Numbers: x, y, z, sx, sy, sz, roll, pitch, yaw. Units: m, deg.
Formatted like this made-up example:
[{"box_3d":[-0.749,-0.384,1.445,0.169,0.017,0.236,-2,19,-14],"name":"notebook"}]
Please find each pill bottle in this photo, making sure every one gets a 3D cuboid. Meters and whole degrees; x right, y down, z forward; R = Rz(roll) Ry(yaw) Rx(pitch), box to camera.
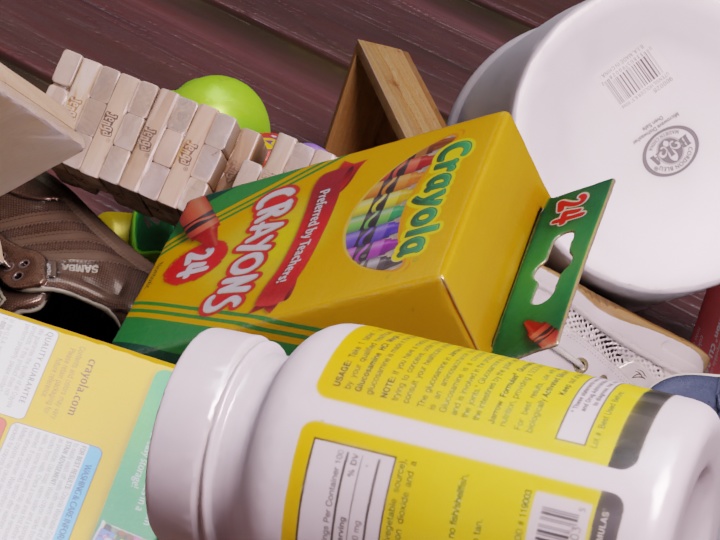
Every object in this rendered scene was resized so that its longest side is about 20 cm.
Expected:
[{"box_3d":[0.027,0.083,1.016,0.199,0.113,0.112,13,20,18],"name":"pill bottle"}]

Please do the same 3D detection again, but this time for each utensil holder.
[{"box_3d":[0.139,-0.060,1.453,0.169,0.171,0.200,14,-4,-7],"name":"utensil holder"}]

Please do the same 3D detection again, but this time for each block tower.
[{"box_3d":[-0.056,-0.040,1.309,0.199,0.054,0.058,22,-9,9],"name":"block tower"}]

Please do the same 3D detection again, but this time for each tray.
[{"box_3d":[0.017,-0.043,1.510,0.037,0.099,0.200,12,23,-17],"name":"tray"}]

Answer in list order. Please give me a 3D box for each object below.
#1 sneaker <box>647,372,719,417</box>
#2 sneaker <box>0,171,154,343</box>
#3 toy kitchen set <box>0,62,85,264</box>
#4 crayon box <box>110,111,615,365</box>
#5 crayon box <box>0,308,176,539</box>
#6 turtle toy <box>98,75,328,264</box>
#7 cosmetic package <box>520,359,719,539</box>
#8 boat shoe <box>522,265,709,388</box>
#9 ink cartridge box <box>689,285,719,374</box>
[{"box_3d":[0.211,0.100,1.311,0.199,0.075,0.084,28,-6,28],"name":"sneaker"},{"box_3d":[-0.160,0.002,1.318,0.199,0.071,0.075,29,26,28],"name":"sneaker"},{"box_3d":[-0.229,-0.108,1.229,0.200,0.163,0.181,36,33,-54],"name":"toy kitchen set"},{"box_3d":[0.000,0.000,1.161,0.199,0.051,0.127,-15,29,26],"name":"crayon box"},{"box_3d":[-0.119,0.090,1.097,0.199,0.052,0.126,17,50,2],"name":"crayon box"},{"box_3d":[-0.062,-0.029,1.417,0.145,0.102,0.200,5,25,-27],"name":"turtle toy"},{"box_3d":[0.082,0.077,1.257,0.199,0.052,0.151,27,-7,24],"name":"cosmetic package"},{"box_3d":[0.082,0.034,1.375,0.199,0.070,0.071,26,-4,-19],"name":"boat shoe"},{"box_3d":[0.276,0.069,1.473,0.116,0.068,0.200,5,23,-26],"name":"ink cartridge box"}]
